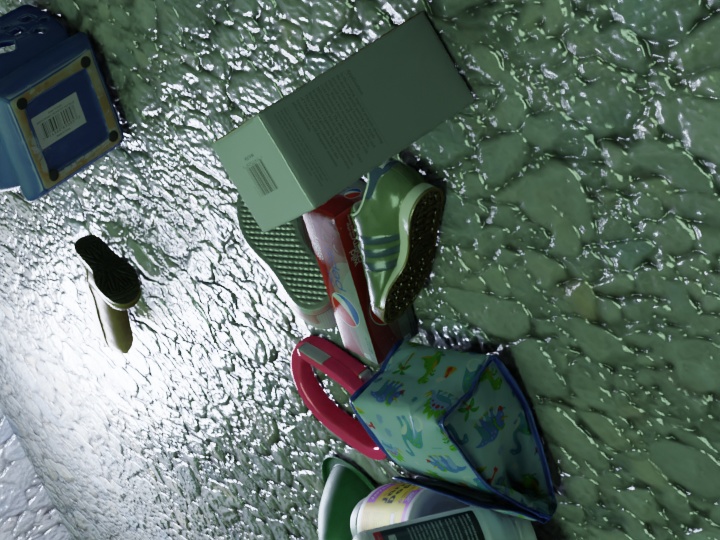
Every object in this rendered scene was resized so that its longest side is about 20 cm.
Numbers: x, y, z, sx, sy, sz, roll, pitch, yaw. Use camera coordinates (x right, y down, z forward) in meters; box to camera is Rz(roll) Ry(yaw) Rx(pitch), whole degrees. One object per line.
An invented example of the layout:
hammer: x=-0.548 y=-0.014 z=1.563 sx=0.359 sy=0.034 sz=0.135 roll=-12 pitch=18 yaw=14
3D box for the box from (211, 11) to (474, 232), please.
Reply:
box: x=-0.016 y=-0.135 z=1.370 sx=0.098 sy=0.199 sz=0.124 roll=58 pitch=153 yaw=-6

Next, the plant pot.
plant pot: x=-0.445 y=-0.220 z=2.022 sx=0.179 sy=0.200 sz=0.201 roll=21 pitch=138 yaw=41

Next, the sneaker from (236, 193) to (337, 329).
sneaker: x=-0.079 y=-0.015 z=1.758 sx=0.201 sy=0.075 sz=0.105 roll=59 pitch=180 yaw=27

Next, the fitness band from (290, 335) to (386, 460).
fitness band: x=-0.022 y=0.161 z=1.913 sx=0.199 sy=0.037 sz=0.145 roll=33 pitch=148 yaw=41

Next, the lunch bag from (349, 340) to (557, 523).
lunch bag: x=0.108 y=0.188 z=1.630 sx=0.169 sy=0.128 sz=0.201 roll=10 pitch=142 yaw=53

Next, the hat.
hat: x=-0.049 y=0.383 z=2.045 sx=0.200 sy=0.175 sz=0.166 roll=47 pitch=153 yaw=17

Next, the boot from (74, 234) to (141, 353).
boot: x=-0.389 y=0.059 z=2.395 sx=0.175 sy=0.066 sz=0.201 roll=51 pitch=156 yaw=39

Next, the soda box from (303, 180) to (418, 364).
soda box: x=0.000 y=0.000 z=1.645 sx=0.063 sy=0.070 sz=0.201 roll=24 pitch=140 yaw=46

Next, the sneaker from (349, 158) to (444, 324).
sneaker: x=0.028 y=-0.039 z=1.560 sx=0.090 sy=0.067 sz=0.201 roll=42 pitch=145 yaw=24

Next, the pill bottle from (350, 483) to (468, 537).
pill bottle: x=0.061 y=0.317 z=1.866 sx=0.105 sy=0.104 sz=0.200 roll=59 pitch=153 yaw=-7

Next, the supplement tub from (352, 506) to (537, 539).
supplement tub: x=0.097 y=0.345 z=1.690 sx=0.140 sy=0.198 sz=0.142 roll=169 pitch=90 yaw=-81
